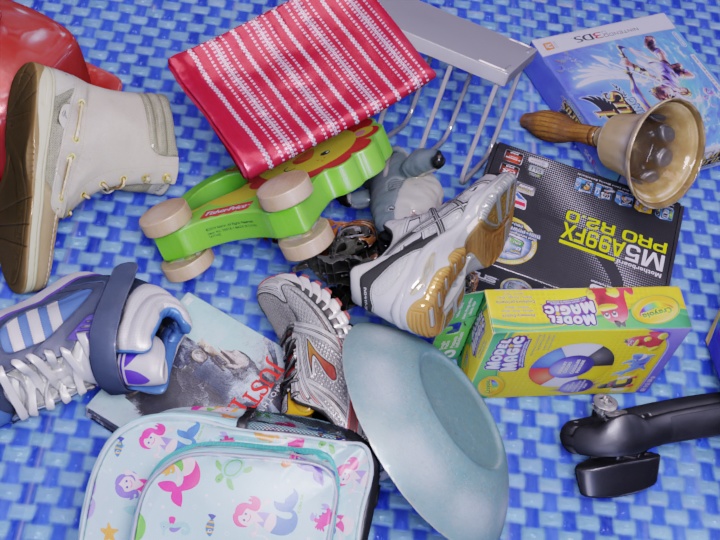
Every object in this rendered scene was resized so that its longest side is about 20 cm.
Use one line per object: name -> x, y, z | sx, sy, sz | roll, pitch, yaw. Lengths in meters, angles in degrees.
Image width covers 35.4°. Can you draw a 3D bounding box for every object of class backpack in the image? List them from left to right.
backpack -> -0.097, 0.184, 0.792 | 0.199, 0.151, 0.178 | 10, 88, 7

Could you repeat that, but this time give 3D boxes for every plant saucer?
plant saucer -> 0.064, 0.117, 0.871 | 0.201, 0.039, 0.201 | 45, 23, -25

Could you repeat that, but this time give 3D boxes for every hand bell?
hand bell -> 0.231, -0.135, 1.121 | 0.104, 0.105, 0.200 | -25, 28, -25

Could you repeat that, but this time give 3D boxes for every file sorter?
file sorter -> 0.048, -0.189, 1.111 | 0.199, 0.125, 0.139 | 25, 26, 10

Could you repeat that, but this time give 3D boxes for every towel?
towel -> -0.053, -0.178, 0.995 | 0.200, 0.023, 0.145 | -30, 70, -13

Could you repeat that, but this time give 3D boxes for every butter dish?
butter dish -> -0.349, -0.189, 1.047 | 0.199, 0.148, 0.200 | 21, 53, 8

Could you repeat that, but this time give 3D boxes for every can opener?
can opener -> 0.261, 0.134, 0.969 | 0.199, 0.079, 0.063 | -13, 20, -23

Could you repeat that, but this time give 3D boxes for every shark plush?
shark plush -> 0.015, -0.083, 1.032 | 0.083, 0.091, 0.200 | -27, 41, -14

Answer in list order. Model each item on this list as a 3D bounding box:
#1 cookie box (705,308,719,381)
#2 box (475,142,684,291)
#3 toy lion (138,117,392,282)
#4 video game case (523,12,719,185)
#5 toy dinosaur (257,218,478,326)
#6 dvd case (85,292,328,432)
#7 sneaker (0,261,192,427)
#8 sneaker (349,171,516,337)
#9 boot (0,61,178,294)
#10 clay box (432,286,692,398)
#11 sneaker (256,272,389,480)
cookie box -> 0.365, 0.040, 0.936 | 0.075, 0.172, 0.200 | 18, 23, 2
box -> 0.200, -0.028, 1.082 | 0.199, 0.044, 0.161 | 20, 51, 5
toy lion -> -0.075, -0.078, 1.020 | 0.199, 0.069, 0.192 | -10, 28, 26
video game case -> 0.302, -0.186, 1.222 | 0.181, 0.046, 0.200 | -16, 57, -19
toy dinosaur -> 0.000, 0.000, 1.015 | 0.199, 0.102, 0.136 | 0, 31, 27
dvd case -> -0.104, 0.116, 0.935 | 0.200, 0.022, 0.146 | 31, 54, 12
sneaker -> -0.225, 0.073, 0.882 | 0.146, 0.081, 0.200 | 13, 40, 35
sneaker -> 0.061, -0.029, 0.916 | 0.087, 0.076, 0.200 | 16, 39, 25
boot -> -0.242, -0.074, 1.016 | 0.154, 0.072, 0.201 | 7, 86, -43
clay box -> 0.165, 0.063, 0.962 | 0.199, 0.115, 0.048 | -2, 56, -10
sneaker -> -0.035, 0.085, 0.909 | 0.082, 0.078, 0.200 | -21, 60, -23
